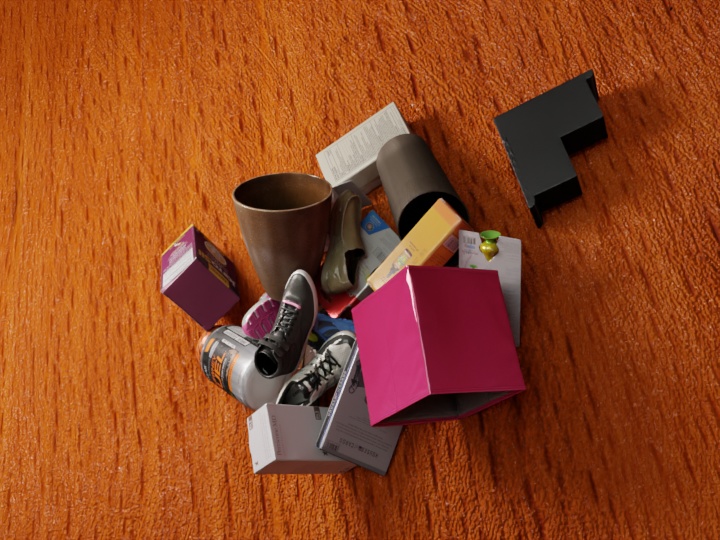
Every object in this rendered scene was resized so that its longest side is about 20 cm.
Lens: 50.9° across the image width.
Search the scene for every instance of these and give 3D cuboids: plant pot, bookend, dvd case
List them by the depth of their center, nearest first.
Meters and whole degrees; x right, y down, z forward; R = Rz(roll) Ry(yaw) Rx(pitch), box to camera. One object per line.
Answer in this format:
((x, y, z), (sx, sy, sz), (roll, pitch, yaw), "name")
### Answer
((0.019, 0.239, 1.332), (0.025, 0.148, 0.204), (3, 68, 60), "dvd case")
((0.367, -0.219, 1.364), (0.196, 0.092, 0.203), (-25, 62, 15), "bookend")
((-0.140, -0.053, 1.412), (0.183, 0.186, 0.205), (18, 122, 31), "plant pot")

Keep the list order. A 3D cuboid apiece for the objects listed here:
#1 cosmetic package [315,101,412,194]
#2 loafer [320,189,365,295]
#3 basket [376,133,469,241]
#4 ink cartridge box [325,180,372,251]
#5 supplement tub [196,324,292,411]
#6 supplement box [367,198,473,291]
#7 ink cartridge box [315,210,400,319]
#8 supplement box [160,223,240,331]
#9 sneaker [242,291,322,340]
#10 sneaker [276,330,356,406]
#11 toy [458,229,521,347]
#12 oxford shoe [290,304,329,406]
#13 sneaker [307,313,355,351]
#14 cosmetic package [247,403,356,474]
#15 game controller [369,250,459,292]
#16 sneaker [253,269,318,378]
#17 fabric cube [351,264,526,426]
((0.019, -0.236, 1.556), (0.197, 0.087, 0.105), (-31, 60, 12), "cosmetic package")
((-0.022, -0.052, 1.433), (0.066, 0.076, 0.206), (4, 80, 29), "loafer")
((0.108, -0.154, 1.440), (0.134, 0.181, 0.203), (-29, 50, 10), "basket")
((-0.077, -0.096, 1.532), (0.196, 0.115, 0.070), (-21, 62, 19), "ink cartridge box")
((-0.233, 0.183, 1.484), (0.198, 0.122, 0.125), (20, 79, 45), "supplement tub")
((0.105, -0.025, 1.337), (0.200, 0.068, 0.067), (-47, 57, 9), "supplement box")
((0.000, 0.000, 1.481), (0.200, 0.067, 0.116), (-46, 56, 4), "ink cartridge box")
((-0.334, 0.010, 1.568), (0.103, 0.131, 0.201), (-41, 27, 6), "supplement box")
((-0.165, 0.078, 1.497), (0.087, 0.198, 0.083), (-5, 108, 43), "sneaker")
((-0.074, 0.193, 1.354), (0.076, 0.088, 0.200), (44, 110, 2), "sneaker")
((0.230, 0.025, 1.316), (0.113, 0.205, 0.047), (11, 32, 30), "toy")
((-0.082, 0.168, 1.465), (0.071, 0.071, 0.206), (13, 82, 13), "oxford shoe")
((-0.048, 0.118, 1.422), (0.197, 0.066, 0.079), (33, 60, -1), "sneaker")
((-0.095, 0.297, 1.328), (0.074, 0.197, 0.104), (-38, 55, 37), "cosmetic package")
((0.113, 0.001, 1.407), (0.197, 0.042, 0.106), (-32, 102, 11), "game controller")
((-0.133, 0.104, 1.337), (0.069, 0.099, 0.205), (20, 109, 19), "sneaker")
((0.120, 0.127, 1.239), (0.200, 0.192, 0.205), (-40, 55, 52), "fabric cube")
